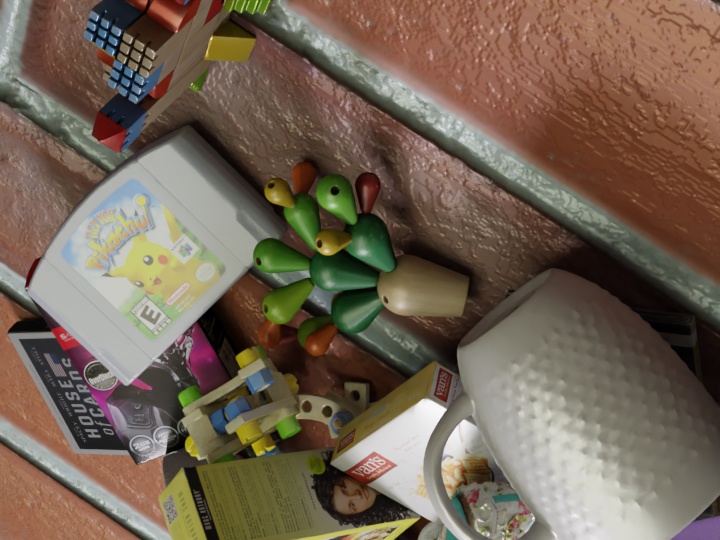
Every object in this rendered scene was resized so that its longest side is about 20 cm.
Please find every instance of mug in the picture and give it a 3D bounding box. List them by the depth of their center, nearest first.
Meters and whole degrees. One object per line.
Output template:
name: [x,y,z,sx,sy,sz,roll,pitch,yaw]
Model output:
mug: [0.134,0.110,1.038,0.176,0.200,0.148,51,173,-2]

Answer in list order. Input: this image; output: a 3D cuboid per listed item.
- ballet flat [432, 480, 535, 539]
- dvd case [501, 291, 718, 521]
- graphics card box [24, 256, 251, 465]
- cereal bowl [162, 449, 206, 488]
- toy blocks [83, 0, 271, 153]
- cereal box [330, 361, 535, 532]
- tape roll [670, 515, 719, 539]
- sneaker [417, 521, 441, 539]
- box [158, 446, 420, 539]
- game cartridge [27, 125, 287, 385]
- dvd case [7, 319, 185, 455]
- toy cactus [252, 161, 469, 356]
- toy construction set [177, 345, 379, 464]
ballet flat: [0.090,0.219,1.157,0.201,0.063,0.076,106,148,-60]
dvd case: [0.191,0.108,1.147,0.147,0.016,0.202,7,129,30]
graphics card box: [-0.184,0.061,1.297,0.124,0.051,0.201,-20,116,14]
cereal bowl: [-0.105,0.244,1.307,0.082,0.201,0.202,-18,122,-4]
toy blocks: [-0.137,-0.174,1.041,0.099,0.137,0.201,34,136,4]
cereal box: [0.094,0.156,1.161,0.199,0.040,0.144,30,141,-16]
tape roll: [0.280,0.231,1.078,0.198,0.066,0.201,-4,153,-2]
sneaker: [0.139,0.282,1.267,0.200,0.115,0.074,43,109,22]
box: [-0.052,0.183,1.173,0.050,0.198,0.076,-48,57,44]
game cartridge: [-0.171,-0.014,1.209,0.133,0.041,0.200,45,110,-7]
dvd case: [-0.225,0.109,1.414,0.198,0.025,0.151,-4,122,34]
toy cactus: [0.000,0.000,1.146,0.163,0.103,0.201,12,131,0]
toy construction set: [-0.068,0.114,1.220,0.131,0.199,0.093,-37,62,26]
